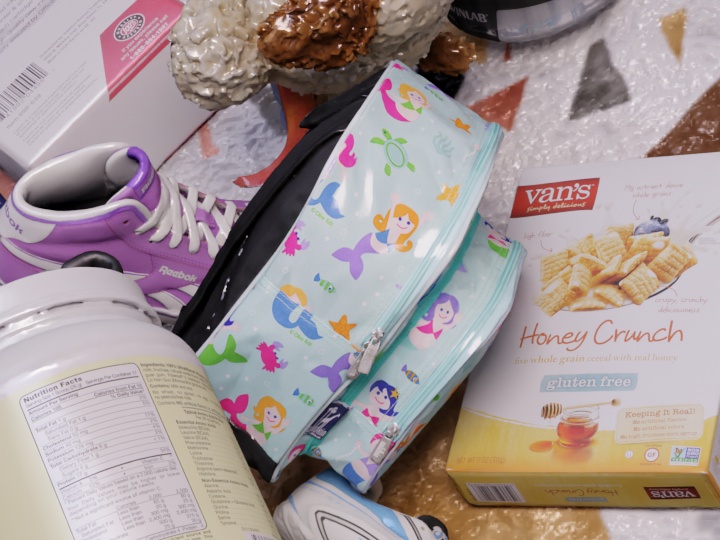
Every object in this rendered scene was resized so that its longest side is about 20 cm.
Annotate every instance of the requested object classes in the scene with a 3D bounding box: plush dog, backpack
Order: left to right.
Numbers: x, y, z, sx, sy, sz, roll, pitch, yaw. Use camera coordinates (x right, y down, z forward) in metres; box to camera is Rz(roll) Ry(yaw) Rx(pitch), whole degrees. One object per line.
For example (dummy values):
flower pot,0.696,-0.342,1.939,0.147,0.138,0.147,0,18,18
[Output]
backpack,0.000,0.000,1.149,0.201,0.150,0.178,-61,0,22
plush dog,0.007,-0.159,1.202,0.201,0.160,0.172,-62,8,-12

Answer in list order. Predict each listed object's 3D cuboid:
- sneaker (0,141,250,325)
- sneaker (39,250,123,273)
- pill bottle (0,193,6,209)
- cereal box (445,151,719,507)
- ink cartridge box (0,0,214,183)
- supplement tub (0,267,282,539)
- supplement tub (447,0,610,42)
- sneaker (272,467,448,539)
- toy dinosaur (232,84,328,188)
sneaker,-0.101,-0.023,1.253,0.199,0.114,0.073,-3,60,-20
sneaker,-0.132,0.041,1.211,0.075,0.116,0.200,18,19,16
pill bottle,-0.255,-0.004,1.372,0.111,0.111,0.200,-40,46,-6
cereal box,0.134,0.029,1.181,0.143,0.040,0.201,-4,54,27
ink cartridge box,-0.198,-0.132,1.462,0.146,0.085,0.200,-45,49,-10
supplement tub,-0.119,0.114,1.031,0.145,0.145,0.201,-30,63,5
supplement tub,0.080,-0.243,1.305,0.122,0.201,0.123,-12,40,10
sneaker,0.030,0.164,1.114,0.072,0.072,0.200,-34,49,-11
toy dinosaur,-0.017,-0.152,1.330,0.105,0.200,0.182,-17,90,21
